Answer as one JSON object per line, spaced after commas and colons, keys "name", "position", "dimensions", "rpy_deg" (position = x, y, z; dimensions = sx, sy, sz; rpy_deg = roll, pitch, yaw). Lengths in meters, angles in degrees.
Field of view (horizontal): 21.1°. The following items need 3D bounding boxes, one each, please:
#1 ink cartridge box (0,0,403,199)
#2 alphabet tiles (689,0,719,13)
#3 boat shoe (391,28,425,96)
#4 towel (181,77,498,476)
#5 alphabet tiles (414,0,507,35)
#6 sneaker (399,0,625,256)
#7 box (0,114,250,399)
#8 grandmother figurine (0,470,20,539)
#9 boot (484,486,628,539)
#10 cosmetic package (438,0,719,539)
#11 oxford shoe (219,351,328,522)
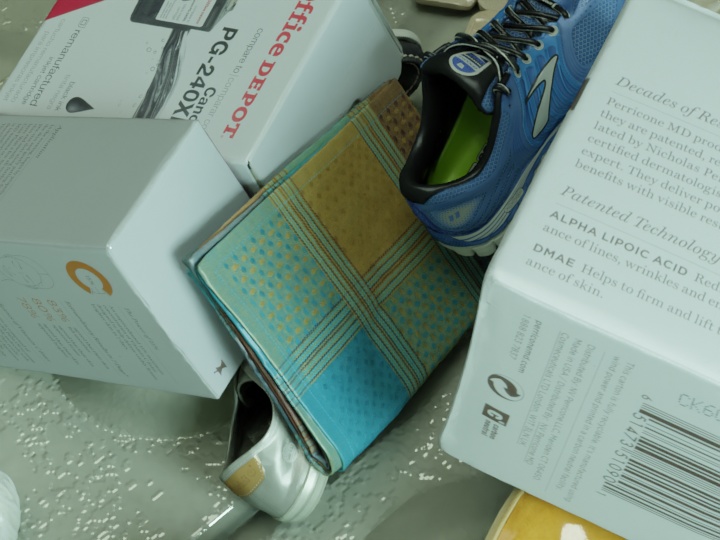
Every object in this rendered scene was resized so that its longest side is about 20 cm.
{"name": "ink cartridge box", "position": [-0.096, -0.112, 1.145], "dimensions": [0.199, 0.084, 0.146], "rpy_deg": [13, 63, 32]}
{"name": "alphabet tiles", "position": [0.208, -0.184, 1.147], "dimensions": [0.194, 0.015, 0.201], "rpy_deg": [-3, 42, 4]}
{"name": "boat shoe", "position": [-0.041, -0.081, 1.197], "dimensions": [0.199, 0.074, 0.061], "rpy_deg": [-27, 53, -6]}
{"name": "towel", "position": [0.000, 0.000, 1.076], "dimensions": [0.022, 0.147, 0.200], "rpy_deg": [-18, 21, 47]}
{"name": "alphabet tiles", "position": [0.139, -0.209, 1.296], "dimensions": [0.194, 0.015, 0.201], "rpy_deg": [10, 56, 18]}
{"name": "sneaker", "position": [0.086, -0.108, 1.063], "dimensions": [0.078, 0.089, 0.201], "rpy_deg": [26, 87, 37]}
{"name": "box", "position": [-0.158, -0.012, 1.097], "dimensions": [0.199, 0.125, 0.098], "rpy_deg": [5, 52, 39]}
{"name": "grandmother figurine", "position": [-0.258, 0.187, 1.045], "dimensions": [0.121, 0.061, 0.200], "rpy_deg": [34, 68, 20]}
{"name": "boot", "position": [0.153, 0.144, 0.991], "dimensions": [0.143, 0.071, 0.201], "rpy_deg": [25, 57, 26]}
{"name": "cosmetic package", "position": [0.158, 0.006, 0.946], "dimensions": [0.164, 0.165, 0.201], "rpy_deg": [24, 57, 8]}
{"name": "oxford shoe", "position": [-0.044, 0.045, 1.097], "dimensions": [0.057, 0.075, 0.201], "rpy_deg": [20, 54, -20]}
